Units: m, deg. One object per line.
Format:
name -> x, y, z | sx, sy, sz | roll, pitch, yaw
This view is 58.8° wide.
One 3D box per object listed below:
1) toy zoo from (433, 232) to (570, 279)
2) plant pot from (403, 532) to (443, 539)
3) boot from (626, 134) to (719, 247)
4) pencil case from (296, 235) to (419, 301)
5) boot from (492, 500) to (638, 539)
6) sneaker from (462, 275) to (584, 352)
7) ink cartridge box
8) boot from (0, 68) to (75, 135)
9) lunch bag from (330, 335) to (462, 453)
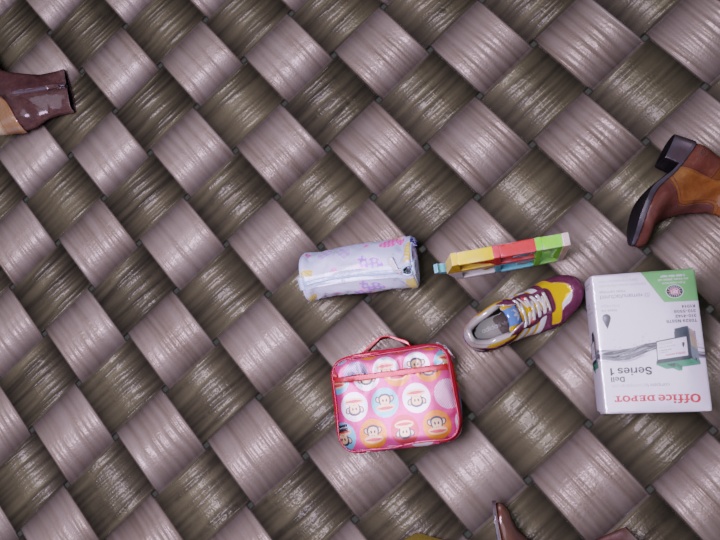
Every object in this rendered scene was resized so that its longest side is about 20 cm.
toy zoo -> 0.210, -0.017, 0.973 | 0.199, 0.131, 0.021 | -10, 79, 10
plant pot -> 0.090, 0.484, 0.849 | 0.194, 0.200, 0.197 | -1, 79, 38
boot -> 0.524, -0.084, 0.961 | 0.199, 0.068, 0.189 | 28, 80, 8
pencil case -> 0.000, 0.000, 1.040 | 0.199, 0.091, 0.083 | -7, 119, 13
boot -> 0.305, 0.394, 0.916 | 0.199, 0.064, 0.187 | -21, 90, 12
sneaker -> 0.250, 0.067, 0.970 | 0.199, 0.090, 0.075 | -31, 75, 7
ink cartridge box -> 0.413, 0.107, 0.929 | 0.145, 0.084, 0.201 | -5, 79, 12
boot -> -0.667, -0.371, 1.279 | 0.166, 0.072, 0.201 | -21, 75, -4
lunch bag -> 0.057, 0.189, 1.004 | 0.199, 0.082, 0.177 | -10, 75, 10
